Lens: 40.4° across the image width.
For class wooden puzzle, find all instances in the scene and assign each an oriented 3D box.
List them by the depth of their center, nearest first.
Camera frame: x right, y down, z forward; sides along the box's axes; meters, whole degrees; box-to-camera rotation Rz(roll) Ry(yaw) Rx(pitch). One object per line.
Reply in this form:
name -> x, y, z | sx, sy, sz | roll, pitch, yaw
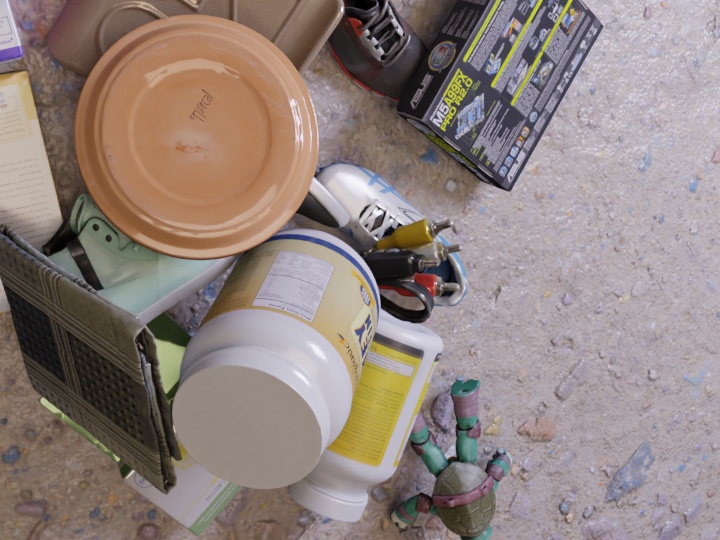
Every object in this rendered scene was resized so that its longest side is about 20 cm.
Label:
wooden puzzle -> -0.143, -0.218, 0.858 | 0.199, 0.046, 0.186 | 32, 106, -20

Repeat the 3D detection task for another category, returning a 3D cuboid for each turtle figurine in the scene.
turtle figurine -> 0.105, 0.226, 1.050 | 0.149, 0.101, 0.202 | -19, 103, -17

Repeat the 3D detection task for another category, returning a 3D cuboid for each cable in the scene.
cable -> 0.000, 0.000, 0.945 | 0.198, 0.050, 0.098 | 0, 109, 19

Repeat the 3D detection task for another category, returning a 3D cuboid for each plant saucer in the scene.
plant saucer -> -0.131, -0.110, 0.797 | 0.199, 0.032, 0.202 | 1, 86, -14

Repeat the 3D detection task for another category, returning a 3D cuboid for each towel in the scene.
towel -> -0.221, 0.072, 0.804 | 0.034, 0.199, 0.194 | -36, 142, -36

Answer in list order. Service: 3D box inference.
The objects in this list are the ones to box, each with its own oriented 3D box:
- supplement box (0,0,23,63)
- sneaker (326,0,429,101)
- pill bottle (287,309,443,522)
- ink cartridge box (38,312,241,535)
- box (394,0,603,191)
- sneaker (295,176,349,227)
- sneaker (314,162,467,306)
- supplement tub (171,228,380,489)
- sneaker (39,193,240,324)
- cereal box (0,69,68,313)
supplement box -> -0.341, -0.253, 0.757 | 0.103, 0.101, 0.201 | -19, 109, -17
sneaker -> 0.004, -0.225, 0.911 | 0.200, 0.082, 0.077 | 37, 87, -24
pill bottle -> -0.001, 0.141, 0.976 | 0.111, 0.112, 0.201 | 20, 94, -24
ink cartridge box -> -0.183, 0.140, 0.941 | 0.146, 0.048, 0.200 | -48, 116, -5
box -> 0.142, -0.201, 0.966 | 0.160, 0.044, 0.201 | 29, 90, -43
sneaker -> -0.110, -0.069, 0.853 | 0.199, 0.071, 0.100 | 33, 85, -14
sneaker -> 0.035, -0.036, 0.973 | 0.200, 0.072, 0.072 | 39, 88, -23
supplement tub -> -0.067, 0.070, 0.826 | 0.143, 0.200, 0.145 | 6, 123, 10
sneaker -> -0.186, -0.032, 0.865 | 0.200, 0.074, 0.119 | -40, 122, -24
cereal box -> -0.334, -0.060, 0.838 | 0.143, 0.039, 0.202 | -14, 108, -18
